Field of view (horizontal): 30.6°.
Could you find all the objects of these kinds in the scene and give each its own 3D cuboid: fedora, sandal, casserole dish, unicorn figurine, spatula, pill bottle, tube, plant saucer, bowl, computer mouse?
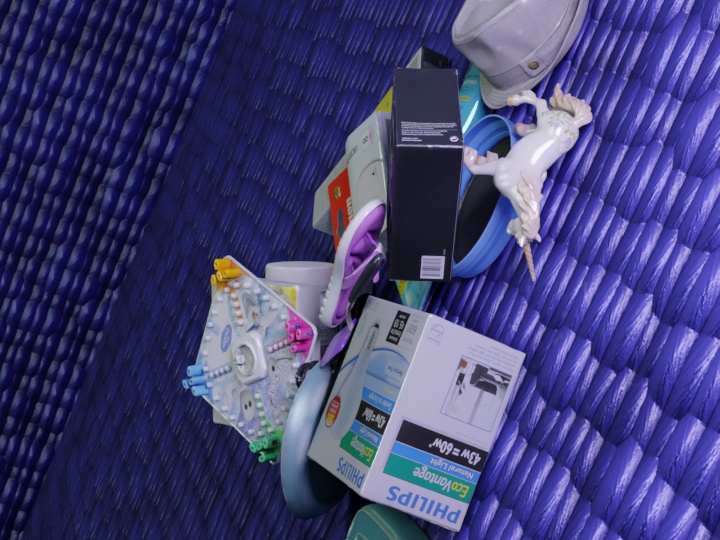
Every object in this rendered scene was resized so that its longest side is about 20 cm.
[{"bbox_3d":[0.176,-0.296,1.561,0.200,0.090,0.178,-31,42,46],"label":"fedora"},{"bbox_3d":[0.004,-0.004,1.521,0.082,0.050,0.203,-45,-17,-39],"label":"sandal"},{"bbox_3d":[0.020,0.330,1.472,0.122,0.039,0.200,-69,20,3],"label":"casserole dish"},{"bbox_3d":[0.177,-0.113,1.420,0.137,0.074,0.201,36,96,46],"label":"unicorn figurine"},{"bbox_3d":[-0.009,0.044,1.500,0.200,0.020,0.057,113,-178,-48],"label":"spatula"},{"bbox_3d":[-0.079,0.091,1.770,0.114,0.113,0.201,-168,77,-70],"label":"pill bottle"},{"bbox_3d":[0.061,-0.015,1.682,0.200,0.050,0.078,-106,22,-51],"label":"tube"},{"bbox_3d":[-0.037,0.205,1.597,0.027,0.200,0.201,8,73,25],"label":"plant saucer"},{"bbox_3d":[0.140,-0.085,1.564,0.201,0.039,0.201,-53,26,39],"label":"bowl"},{"bbox_3d":[-0.043,0.153,1.637,0.034,0.200,0.059,10,72,25],"label":"computer mouse"},{"bbox_3d":[0.152,-0.230,1.681,0.077,0.050,0.201,13,77,59],"label":"tube"}]

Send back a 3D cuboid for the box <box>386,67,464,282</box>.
[{"bbox_3d":[0.070,-0.107,1.485,0.142,0.078,0.201,-87,-1,-46],"label":"box"}]

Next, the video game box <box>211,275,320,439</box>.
[{"bbox_3d":[-0.124,0.110,1.703,0.182,0.047,0.201,7,99,49],"label":"video game box"}]

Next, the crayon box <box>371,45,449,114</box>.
[{"bbox_3d":[0.058,-0.208,1.889,0.200,0.051,0.127,-49,27,43],"label":"crayon box"}]

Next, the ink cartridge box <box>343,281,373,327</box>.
[{"bbox_3d":[-0.044,0.089,1.878,0.200,0.040,0.201,-49,28,44],"label":"ink cartridge box"}]

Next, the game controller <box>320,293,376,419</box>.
[{"bbox_3d":[0.008,0.126,1.581,0.042,0.104,0.201,-11,46,32],"label":"game controller"}]

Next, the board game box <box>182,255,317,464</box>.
[{"bbox_3d":[-0.147,0.113,1.677,0.200,0.026,0.201,37,119,39],"label":"board game box"}]

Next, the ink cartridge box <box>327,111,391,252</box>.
[{"bbox_3d":[-0.003,-0.088,1.708,0.200,0.057,0.164,-35,55,47],"label":"ink cartridge box"}]

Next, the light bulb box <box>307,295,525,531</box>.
[{"bbox_3d":[0.055,0.149,1.428,0.201,0.124,0.198,-69,19,-3],"label":"light bulb box"}]

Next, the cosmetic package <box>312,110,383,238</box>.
[{"bbox_3d":[0.020,-0.123,1.832,0.200,0.101,0.074,-48,30,43],"label":"cosmetic package"}]
